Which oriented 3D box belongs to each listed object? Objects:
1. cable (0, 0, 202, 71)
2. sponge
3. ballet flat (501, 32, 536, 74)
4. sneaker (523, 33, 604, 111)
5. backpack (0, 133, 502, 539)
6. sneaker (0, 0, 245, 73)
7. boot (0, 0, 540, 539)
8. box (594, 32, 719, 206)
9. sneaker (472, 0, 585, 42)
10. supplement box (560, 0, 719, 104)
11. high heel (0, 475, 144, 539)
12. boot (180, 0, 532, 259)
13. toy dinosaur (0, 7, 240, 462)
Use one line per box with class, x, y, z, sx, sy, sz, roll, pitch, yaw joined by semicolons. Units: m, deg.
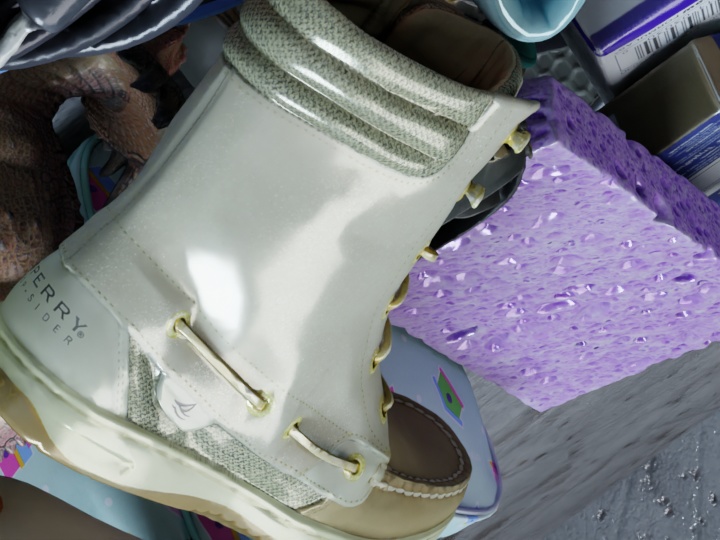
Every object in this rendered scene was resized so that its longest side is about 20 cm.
cable;-0.071;-0.107;0.629;0.162;0.051;0.200;-4;140;-26
sponge;0.063;-0.005;1.000;0.111;0.030;0.200;-21;152;24
ballet flat;0.022;-0.094;1.040;0.067;0.067;0.200;-12;172;7
sneaker;0.105;-0.076;1.277;0.202;0.077;0.146;-40;164;26
backpack;-0.056;0.044;1.043;0.153;0.201;0.175;-41;154;23
sneaker;-0.069;-0.099;0.751;0.199;0.070;0.078;-28;172;-20
boot;0.000;0.000;0.820;0.155;0.072;0.200;-52;142;12
box;0.150;-0.057;1.067;0.199;0.033;0.121;-12;163;-43
sneaker;0.065;-0.131;0.742;0.074;0.082;0.200;-15;156;-16
supplement box;0.109;-0.123;1.035;0.101;0.104;0.200;-33;167;4
high heel;-0.088;0.118;0.911;0.199;0.097;0.067;0;-161;2
boot;0.037;-0.094;0.878;0.200;0.139;0.077;-39;166;26
toy dinosaur;-0.107;-0.006;0.842;0.135;0.201;0.086;9;-173;-10
